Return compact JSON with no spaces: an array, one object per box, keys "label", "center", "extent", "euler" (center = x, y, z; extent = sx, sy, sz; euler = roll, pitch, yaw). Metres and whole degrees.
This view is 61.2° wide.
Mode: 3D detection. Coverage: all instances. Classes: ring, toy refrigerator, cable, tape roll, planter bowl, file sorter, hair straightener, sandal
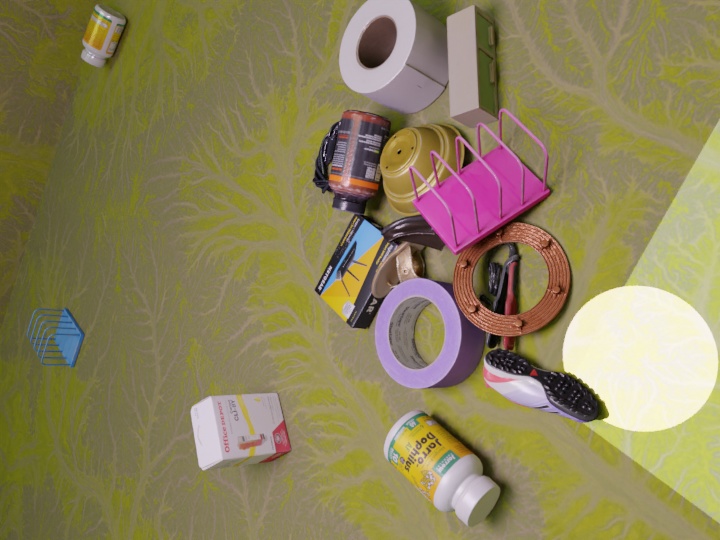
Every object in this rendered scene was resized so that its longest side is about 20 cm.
[{"label":"ring","center":[0.254,0.012,1.039],"extent":[0.198,0.019,0.203],"euler":[-7,71,22]},{"label":"toy refrigerator","center":[0.214,-0.382,1.146],"extent":[0.070,0.076,0.202],"euler":[-9,77,41]},{"label":"cable","center":[-0.046,-0.263,1.381],"extent":[0.199,0.051,0.165],"euler":[-27,66,37]},{"label":"tape roll","center":[0.127,0.118,1.142],"extent":[0.199,0.085,0.202],"euler":[-7,80,41]},{"label":"planter bowl","center":[0.098,-0.216,1.190],"extent":[0.199,0.083,0.202],"euler":[-25,54,38]},{"label":"file sorter","center":[-1.133,0.244,2.252],"extent":[0.200,0.122,0.140],"euler":[35,106,40]},{"label":"hair straightener","center":[0.239,0.039,1.080],"extent":[0.076,0.041,0.202],"euler":[-2,83,42]},{"label":"tape roll","center":[0.074,-0.438,1.239],"extent":[0.201,0.138,0.205],"euler":[-7,79,41]},{"label":"file sorter","center":[0.199,-0.156,1.030],"extent":[0.199,0.126,0.139],"euler":[-32,57,-5]},{"label":"sandal","center":[0.102,-0.014,1.192],"extent":[0.070,0.077,0.213],"euler":[45,107,38]}]

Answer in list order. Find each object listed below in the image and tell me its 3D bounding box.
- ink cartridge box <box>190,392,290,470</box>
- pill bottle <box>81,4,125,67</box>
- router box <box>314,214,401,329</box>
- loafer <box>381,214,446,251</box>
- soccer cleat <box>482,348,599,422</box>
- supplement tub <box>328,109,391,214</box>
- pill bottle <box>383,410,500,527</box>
[{"label":"ink cartridge box","center":[-0.272,0.364,1.390],"extent":[0.083,0.199,0.146],"euler":[-33,63,34]},{"label":"pill bottle","center":[-0.961,-0.867,2.261],"extent":[0.113,0.112,0.201],"euler":[48,116,36]},{"label":"router box","center":[0.000,0.000,1.296],"extent":[0.149,0.051,0.201],"euler":[40,109,39]},{"label":"loafer","center":[0.137,-0.070,1.126],"extent":[0.198,0.073,0.072],"euler":[-9,91,9]},{"label":"soccer cleat","center":[0.292,0.200,1.001],"extent":[0.199,0.068,0.074],"euler":[24,133,32]},{"label":"supplement tub","center":[-0.006,-0.220,1.255],"extent":[0.106,0.106,0.202],"euler":[19,99,42]},{"label":"pill bottle","center":[0.143,0.348,1.073],"extent":[0.200,0.112,0.114],"euler":[36,107,40]}]
